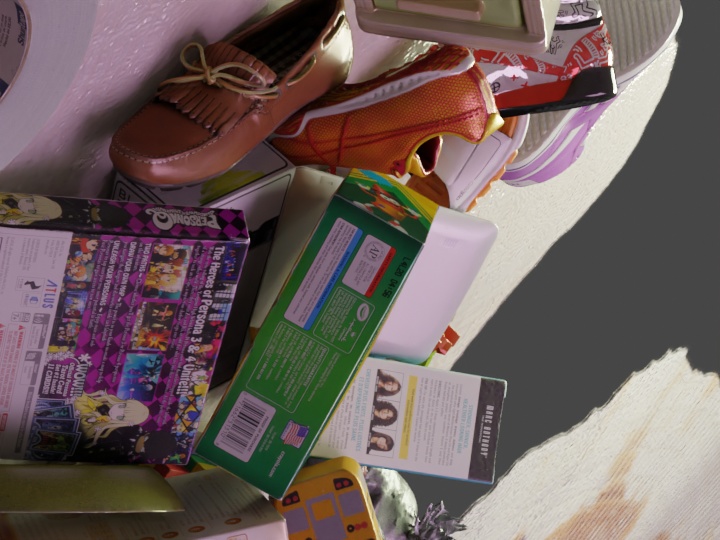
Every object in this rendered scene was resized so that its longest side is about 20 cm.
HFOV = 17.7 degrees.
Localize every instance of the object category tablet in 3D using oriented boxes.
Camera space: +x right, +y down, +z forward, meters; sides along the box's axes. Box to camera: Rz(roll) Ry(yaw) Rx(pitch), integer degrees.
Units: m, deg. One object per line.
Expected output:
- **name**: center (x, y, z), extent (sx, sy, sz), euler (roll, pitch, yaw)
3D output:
- **tablet**: center (0.000, 0.000, 1.693), extent (0.199, 0.014, 0.130), euler (15, 113, -37)

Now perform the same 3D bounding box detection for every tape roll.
- **tape roll**: center (-0.232, -0.121, 1.202), extent (0.200, 0.066, 0.201), euler (-38, 152, -25)

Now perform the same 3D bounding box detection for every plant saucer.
- **plant saucer**: center (-0.213, 0.140, 1.497), extent (0.200, 0.199, 0.031), euler (9, 81, -62)

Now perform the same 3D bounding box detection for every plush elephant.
- **plush elephant**: center (-0.032, 0.169, 1.839), extent (0.155, 0.199, 0.165), euler (53, 49, -31)

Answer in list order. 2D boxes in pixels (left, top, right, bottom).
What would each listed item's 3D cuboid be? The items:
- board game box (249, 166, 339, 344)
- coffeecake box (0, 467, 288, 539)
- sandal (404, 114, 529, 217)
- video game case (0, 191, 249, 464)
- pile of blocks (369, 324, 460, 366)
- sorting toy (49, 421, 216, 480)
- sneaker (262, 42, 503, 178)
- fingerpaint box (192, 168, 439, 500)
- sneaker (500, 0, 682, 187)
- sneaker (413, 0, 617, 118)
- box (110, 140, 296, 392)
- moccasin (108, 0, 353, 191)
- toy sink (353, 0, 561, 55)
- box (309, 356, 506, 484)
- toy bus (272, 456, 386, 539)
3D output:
- **board game box**: center (-0.045, 0.008, 1.744), extent (0.095, 0.030, 0.200), euler (-39, 150, -23)
- **coffeecake box**: center (-0.159, 0.202, 1.573), extent (0.199, 0.153, 0.073), euler (-11, 103, -14)
- **sandal**: center (0.051, -0.070, 1.728), extent (0.059, 0.079, 0.207), euler (31, 93, -45)
- **video game case**: center (-0.177, 0.040, 1.441), extent (0.180, 0.036, 0.201), euler (4, 131, -16)
- **pile of blocks**: center (0.038, 0.057, 1.867), extent (0.082, 0.062, 0.200), euler (-57, 164, 3)
- **sorting toy**: center (-0.182, 0.205, 1.731), extent (0.199, 0.070, 0.200), euler (-53, 155, 6)
- **sneaker**: center (0.006, -0.089, 1.530), extent (0.199, 0.077, 0.073), euler (-12, -160, 45)
- **fingerpaint box**: center (-0.026, 0.037, 1.572), extent (0.201, 0.073, 0.167), euler (-61, -179, 11)
- **sneaker**: center (0.179, -0.147, 1.861), extent (0.200, 0.073, 0.114), euler (-40, 159, 1)
- **sneaker**: center (0.083, -0.164, 1.676), extent (0.200, 0.109, 0.067), euler (-8, 176, -9)
- **box**: center (-0.123, 0.006, 1.565), extent (0.116, 0.060, 0.201), euler (-26, 146, -42)
- **moccasin**: center (-0.079, -0.116, 1.458), extent (0.201, 0.074, 0.078), euler (-32, 142, -31)
- **toy sink**: center (0.064, -0.212, 1.454), extent (0.200, 0.130, 0.113), euler (71, 32, -63)
- **box**: center (0.012, 0.109, 1.760), extent (0.199, 0.049, 0.083), euler (11, 84, -29)
- **toy bus**: center (-0.022, 0.179, 1.653), extent (0.065, 0.079, 0.200), euler (-18, 178, 0)
